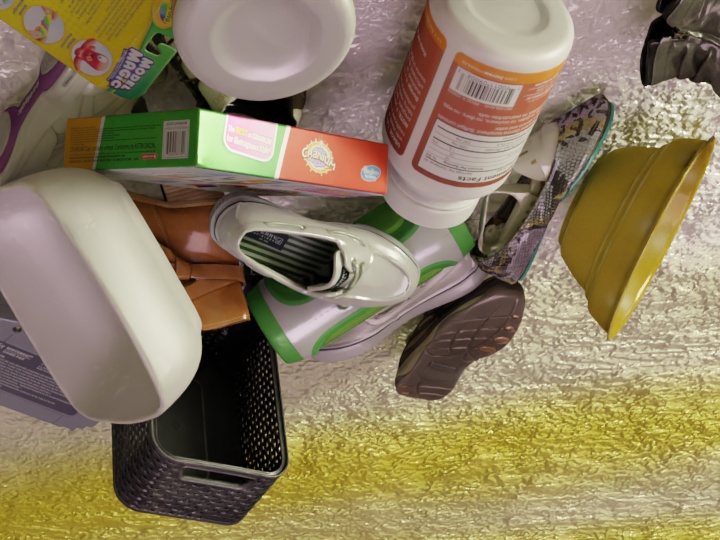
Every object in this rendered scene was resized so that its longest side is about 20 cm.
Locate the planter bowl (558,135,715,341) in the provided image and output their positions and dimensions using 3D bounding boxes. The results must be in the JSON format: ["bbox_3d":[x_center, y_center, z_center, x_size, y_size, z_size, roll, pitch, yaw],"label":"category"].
[{"bbox_3d":[0.231,-0.045,1.195,0.083,0.201,0.201,28,143,16],"label":"planter bowl"}]

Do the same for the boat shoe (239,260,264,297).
[{"bbox_3d":[-0.133,0.003,1.224,0.199,0.068,0.072,22,132,-34],"label":"boat shoe"}]

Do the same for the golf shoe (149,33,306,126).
[{"bbox_3d":[-0.115,-0.170,0.995,0.199,0.095,0.078,22,133,-32],"label":"golf shoe"}]

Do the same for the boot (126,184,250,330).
[{"bbox_3d":[-0.196,-0.004,1.128,0.198,0.157,0.077,-16,179,-8],"label":"boot"}]

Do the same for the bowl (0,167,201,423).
[{"bbox_3d":[-0.201,0.012,1.020,0.074,0.201,0.200,-35,-168,-29],"label":"bowl"}]

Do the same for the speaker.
[{"bbox_3d":[0.000,0.000,1.202,0.199,0.089,0.089,-32,139,2],"label":"speaker"}]

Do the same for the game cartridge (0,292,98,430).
[{"bbox_3d":[-0.313,0.089,1.319,0.133,0.041,0.199,-33,136,31],"label":"game cartridge"}]

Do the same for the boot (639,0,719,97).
[{"bbox_3d":[0.282,-0.158,1.080,0.129,0.068,0.201,-2,133,-4],"label":"boot"}]

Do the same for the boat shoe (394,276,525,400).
[{"bbox_3d":[0.091,0.054,1.333,0.074,0.074,0.200,17,140,-25],"label":"boat shoe"}]

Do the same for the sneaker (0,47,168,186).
[{"bbox_3d":[-0.226,-0.109,1.058,0.099,0.075,0.200,21,132,-32],"label":"sneaker"}]

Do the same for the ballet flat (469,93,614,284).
[{"bbox_3d":[0.149,-0.073,1.180,0.071,0.072,0.201,10,127,-23],"label":"ballet flat"}]

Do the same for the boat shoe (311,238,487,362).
[{"bbox_3d":[0.023,0.019,1.277,0.199,0.072,0.066,-25,135,17],"label":"boat shoe"}]

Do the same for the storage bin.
[{"bbox_3d":[-0.154,0.122,1.259,0.134,0.201,0.094,15,136,-28],"label":"storage bin"}]

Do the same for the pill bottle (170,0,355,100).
[{"bbox_3d":[-0.069,-0.215,0.862,0.111,0.201,0.113,-6,141,-5],"label":"pill bottle"}]

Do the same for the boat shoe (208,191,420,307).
[{"bbox_3d":[-0.031,-0.003,1.097,0.199,0.067,0.074,15,111,-29],"label":"boat shoe"}]

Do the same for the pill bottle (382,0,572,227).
[{"bbox_3d":[0.081,-0.130,1.058,0.111,0.113,0.201,4,140,-17],"label":"pill bottle"}]

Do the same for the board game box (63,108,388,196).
[{"bbox_3d":[-0.099,-0.085,1.022,0.152,0.041,0.199,2,179,41],"label":"board game box"}]

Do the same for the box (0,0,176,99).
[{"bbox_3d":[-0.203,-0.212,0.912,0.199,0.049,0.117,36,126,-16],"label":"box"}]
